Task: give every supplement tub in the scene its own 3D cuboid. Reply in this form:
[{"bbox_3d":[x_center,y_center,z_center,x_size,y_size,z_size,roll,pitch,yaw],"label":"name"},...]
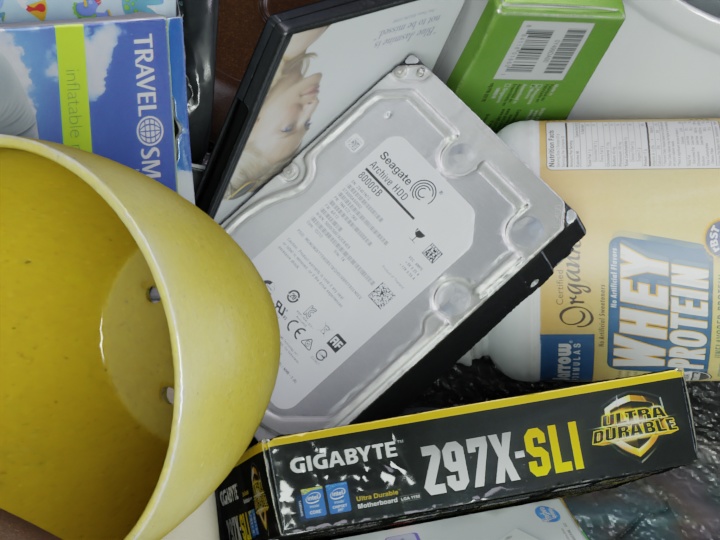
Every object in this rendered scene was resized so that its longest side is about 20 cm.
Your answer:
[{"bbox_3d":[0.141,-0.011,1.435,0.200,0.145,0.145,-1,38,3],"label":"supplement tub"}]

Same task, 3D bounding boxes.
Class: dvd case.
[{"bbox_3d":[-0.026,-0.070,1.403,0.143,0.200,0.018,-21,58,-42],"label":"dvd case"}]

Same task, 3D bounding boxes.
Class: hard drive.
[{"bbox_3d":[0.000,0.000,1.362,0.200,0.038,0.140,-41,63,-3],"label":"hard drive"}]

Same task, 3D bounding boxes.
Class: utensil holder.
[{"bbox_3d":[0.176,-0.106,1.555,0.170,0.200,0.170,15,35,-11],"label":"utensil holder"}]

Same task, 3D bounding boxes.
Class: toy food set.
[{"bbox_3d":[-0.164,0.089,1.264,0.200,0.060,0.144,7,51,-19],"label":"toy food set"}]

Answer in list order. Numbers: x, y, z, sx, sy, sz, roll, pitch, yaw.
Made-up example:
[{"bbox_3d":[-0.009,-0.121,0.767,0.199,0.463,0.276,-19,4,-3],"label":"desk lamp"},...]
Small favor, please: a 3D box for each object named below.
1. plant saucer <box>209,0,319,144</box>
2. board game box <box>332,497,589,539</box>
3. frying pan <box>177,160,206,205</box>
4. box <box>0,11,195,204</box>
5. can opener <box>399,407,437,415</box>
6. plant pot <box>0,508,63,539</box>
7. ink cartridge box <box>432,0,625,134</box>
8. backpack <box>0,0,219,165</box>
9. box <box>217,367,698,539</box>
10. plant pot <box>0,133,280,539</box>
[{"bbox_3d":[-0.031,-0.152,1.564,0.200,0.032,0.200,-5,50,6],"label":"plant saucer"},{"bbox_3d":[0.015,0.165,1.171,0.200,0.040,0.153,-9,20,-7],"label":"board game box"},{"bbox_3d":[-0.150,-0.051,1.387,0.115,0.031,0.190,-3,-9,41],"label":"frying pan"},{"bbox_3d":[-0.170,-0.062,1.302,0.200,0.122,0.048,-7,9,-25],"label":"box"},{"bbox_3d":[0.086,0.088,1.394,0.200,0.053,0.067,-6,49,-35],"label":"can opener"},{"bbox_3d":[-0.211,0.153,1.072,0.200,0.187,0.187,32,35,35],"label":"plant pot"},{"bbox_3d":[0.074,-0.186,1.472,0.076,0.148,0.200,1,61,-17],"label":"ink cartridge box"},{"bbox_3d":[-0.174,-0.146,1.395,0.200,0.154,0.163,4,74,-6],"label":"backpack"},{"bbox_3d":[0.041,0.092,1.240,0.200,0.160,0.049,-9,84,-12],"label":"box"},{"bbox_3d":[-0.117,0.036,1.178,0.200,0.200,0.142,42,25,23],"label":"plant pot"}]
